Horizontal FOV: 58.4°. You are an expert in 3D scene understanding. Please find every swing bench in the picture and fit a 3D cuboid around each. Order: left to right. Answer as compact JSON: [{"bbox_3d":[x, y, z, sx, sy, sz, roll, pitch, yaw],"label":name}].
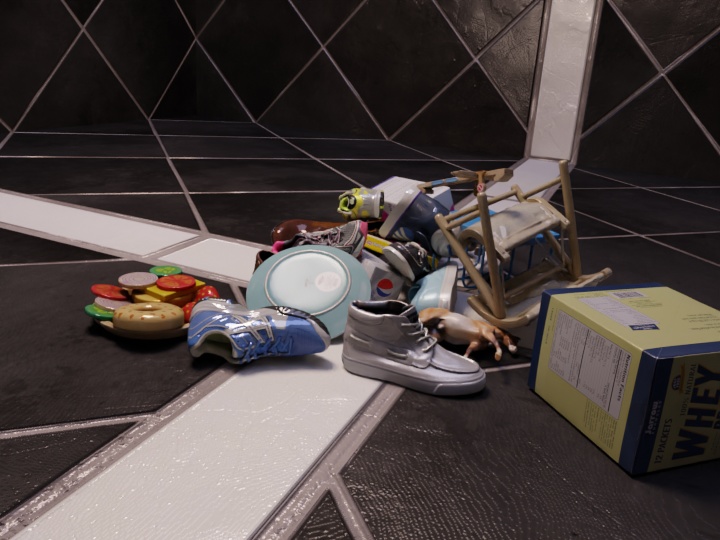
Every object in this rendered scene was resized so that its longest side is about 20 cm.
[{"bbox_3d":[0.252,-0.034,0.999,0.196,0.205,0.129,-21,-1,-30],"label":"swing bench"}]

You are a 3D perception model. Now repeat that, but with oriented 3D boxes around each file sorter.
[{"bbox_3d":[0.241,-0.030,1.201,0.136,0.126,0.199,-7,22,-31],"label":"file sorter"}]

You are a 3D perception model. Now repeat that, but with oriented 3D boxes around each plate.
[{"bbox_3d":[-0.080,0.024,0.987,0.194,0.026,0.203,-1,45,1],"label":"plate"}]

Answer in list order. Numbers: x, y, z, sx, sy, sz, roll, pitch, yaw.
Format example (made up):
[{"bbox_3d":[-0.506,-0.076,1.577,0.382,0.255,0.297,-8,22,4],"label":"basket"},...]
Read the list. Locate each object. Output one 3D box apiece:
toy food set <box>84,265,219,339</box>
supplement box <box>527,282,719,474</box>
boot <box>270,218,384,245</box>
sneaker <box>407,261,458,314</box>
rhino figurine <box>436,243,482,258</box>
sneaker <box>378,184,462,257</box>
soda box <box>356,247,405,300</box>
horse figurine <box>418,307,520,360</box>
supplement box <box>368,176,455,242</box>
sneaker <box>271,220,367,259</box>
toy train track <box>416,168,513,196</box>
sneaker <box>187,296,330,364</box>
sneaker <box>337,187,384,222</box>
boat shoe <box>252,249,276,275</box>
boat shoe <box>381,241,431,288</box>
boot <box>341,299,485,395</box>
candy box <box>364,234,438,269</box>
[{"bbox_3d":[-0.309,0.047,0.969,0.194,0.050,0.198,16,22,32],"label":"toy food set"},{"bbox_3d":[0.345,0.116,0.775,0.195,0.138,0.200,-3,20,-20],"label":"supplement box"},{"bbox_3d":[-0.059,-0.069,1.280,0.185,0.071,0.198,6,-3,-38],"label":"boot"},{"bbox_3d":[0.123,0.028,1.087,0.080,0.076,0.200,4,13,12],"label":"sneaker"},{"bbox_3d":[0.165,-0.064,1.385,0.194,0.061,0.088,-1,20,5],"label":"rhino figurine"},{"bbox_3d":[0.116,-0.062,1.152,0.146,0.081,0.200,40,-16,2],"label":"sneaker"},{"bbox_3d":[0.000,0.000,1.124,0.067,0.065,0.200,20,10,-28],"label":"soda box"},{"bbox_3d":[0.132,0.094,0.929,0.194,0.051,0.133,9,20,14],"label":"horse figurine"},{"bbox_3d":[0.101,-0.120,1.342,0.102,0.103,0.198,-29,27,-25],"label":"supplement box"},{"bbox_3d":[-0.070,-0.037,1.101,0.197,0.075,0.082,-23,39,32],"label":"sneaker"},{"bbox_3d":[0.165,-0.136,1.047,0.112,0.034,0.198,-1,1,-37],"label":"toy train track"},{"bbox_3d":[-0.137,0.094,0.863,0.194,0.077,0.078,5,40,2],"label":"sneaker"},{"bbox_3d":[-0.013,-0.138,1.306,0.074,0.078,0.199,5,-3,-16],"label":"sneaker"},{"bbox_3d":[-0.113,0.021,1.057,0.197,0.072,0.069,22,27,39],"label":"boat shoe"},{"bbox_3d":[0.086,-0.017,1.088,0.074,0.060,0.200,46,-2,20],"label":"boat shoe"},{"bbox_3d":[0.069,0.095,0.837,0.194,0.098,0.074,8,19,12],"label":"boot"},{"bbox_3d":[0.066,-0.038,1.229,0.101,0.027,0.198,25,5,31],"label":"candy box"}]
